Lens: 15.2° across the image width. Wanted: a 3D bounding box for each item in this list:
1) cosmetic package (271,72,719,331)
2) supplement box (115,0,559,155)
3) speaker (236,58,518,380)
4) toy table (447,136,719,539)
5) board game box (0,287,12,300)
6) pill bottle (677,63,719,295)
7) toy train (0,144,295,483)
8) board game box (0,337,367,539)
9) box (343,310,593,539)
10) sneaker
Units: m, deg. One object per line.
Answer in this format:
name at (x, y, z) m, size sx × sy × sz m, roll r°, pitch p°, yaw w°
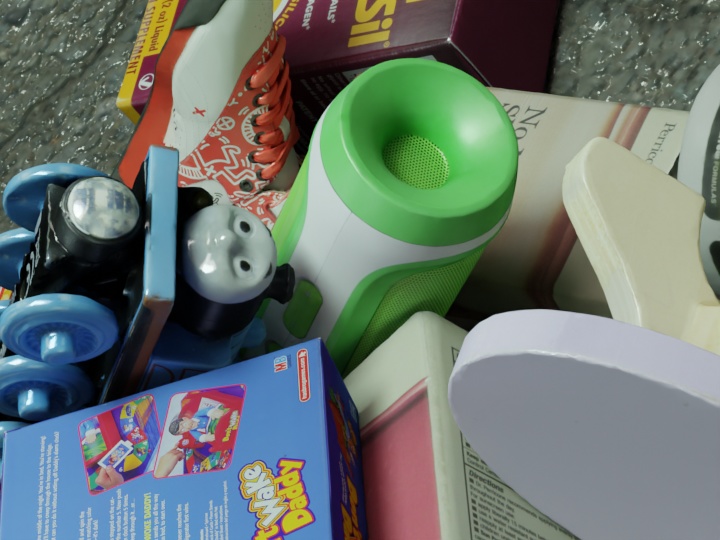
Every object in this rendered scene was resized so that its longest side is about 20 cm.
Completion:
cosmetic package at (0.070, -0.017, 1.198) m, size 0.199 × 0.087 × 0.104 m, roll 9°, pitch 62°, yaw 41°
supplement box at (-0.009, -0.116, 1.334) m, size 0.199 × 0.086 × 0.111 m, roll -8°, pitch 54°, yaw 32°
speaker at (0.000, 0.000, 1.109) m, size 0.200 × 0.088 × 0.089 m, roll 117°, pitch 163°, yaw -55°
toy table at (0.141, 0.039, 1.002) m, size 0.184 × 0.200 × 0.118 m, roll -30°, pitch 29°, yaw 51°
board game box at (-0.191, 0.081, 1.263) m, size 0.199 × 0.152 × 0.047 m, roll -14°, pitch 45°, yaw 34°
pill bottle at (0.234, -0.029, 1.065) m, size 0.199 × 0.112 × 0.113 m, roll 10°, pitch 65°, yaw 41°
toy train at (-0.096, 0.026, 1.086) m, size 0.200 × 0.113 × 0.087 m, roll 119°, pitch 153°, yaw -55°
board game box at (-0.064, 0.125, 0.980) m, size 0.134 × 0.045 × 0.201 m, roll -17°, pitch 41°, yaw 11°
box at (0.043, 0.139, 1.039) m, size 0.109 × 0.127 × 0.201 m, roll -43°, pitch 31°, yaw 30°
sneaker at (-0.046, -0.066, 1.259) m, size 0.067 × 0.107 × 0.202 m, roll -58°, pitch -2°, yaw -43°
